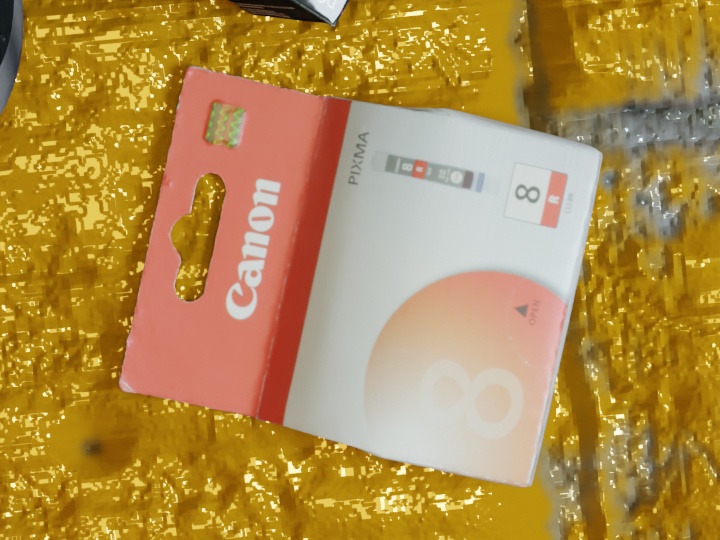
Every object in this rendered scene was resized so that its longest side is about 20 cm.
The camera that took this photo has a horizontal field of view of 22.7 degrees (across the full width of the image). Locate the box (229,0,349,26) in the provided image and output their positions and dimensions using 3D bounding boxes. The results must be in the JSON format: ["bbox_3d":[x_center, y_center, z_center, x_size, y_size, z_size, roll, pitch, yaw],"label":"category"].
[{"bbox_3d":[-0.075,-0.219,0.764,0.199,0.124,0.149,29,89,-22],"label":"box"}]

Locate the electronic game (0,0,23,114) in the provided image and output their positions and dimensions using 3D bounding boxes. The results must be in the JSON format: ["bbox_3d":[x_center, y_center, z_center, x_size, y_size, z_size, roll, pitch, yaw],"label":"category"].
[{"bbox_3d":[-0.223,-0.135,0.762,0.041,0.200,0.201,-17,93,35],"label":"electronic game"}]

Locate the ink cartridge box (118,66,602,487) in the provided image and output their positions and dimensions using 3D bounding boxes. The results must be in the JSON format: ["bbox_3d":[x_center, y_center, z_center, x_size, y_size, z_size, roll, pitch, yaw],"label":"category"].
[{"bbox_3d":[0.000,0.000,0.835,0.198,0.050,0.164,12,90,-7],"label":"ink cartridge box"}]
